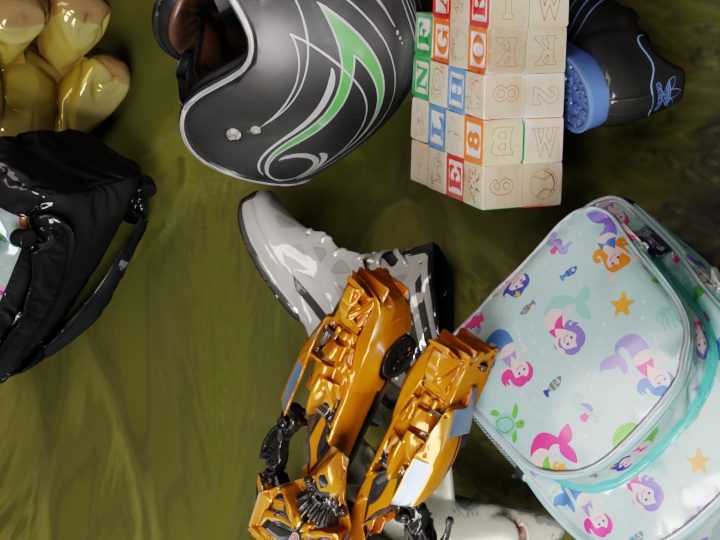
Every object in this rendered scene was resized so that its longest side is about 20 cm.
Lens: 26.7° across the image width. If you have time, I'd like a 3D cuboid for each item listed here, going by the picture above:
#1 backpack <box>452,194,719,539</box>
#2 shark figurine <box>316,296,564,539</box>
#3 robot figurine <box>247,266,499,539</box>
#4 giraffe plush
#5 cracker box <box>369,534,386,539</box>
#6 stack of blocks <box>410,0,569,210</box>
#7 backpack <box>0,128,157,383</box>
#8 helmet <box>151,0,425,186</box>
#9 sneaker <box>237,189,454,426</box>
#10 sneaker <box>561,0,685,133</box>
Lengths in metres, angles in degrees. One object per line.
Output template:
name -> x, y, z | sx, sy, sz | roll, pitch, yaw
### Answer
backpack -> 0.159, 0.071, 0.904 | 0.178, 0.150, 0.200 | -46, 61, 13
shark figurine -> 0.017, 0.126, 0.986 | 0.128, 0.089, 0.215 | -41, 79, 3
robot figurine -> -0.003, 0.108, 0.902 | 0.145, 0.058, 0.201 | 35, 110, 33
giraffe plush -> -0.303, -0.169, 1.296 | 0.162, 0.171, 0.201 | 40, 134, 45
cracker box -> 0.008, 0.251, 1.002 | 0.199, 0.058, 0.135 | 21, 87, 35
stack of blocks -> 0.083, -0.150, 0.992 | 0.115, 0.058, 0.202 | -148, 56, -65
backpack -> -0.273, -0.011, 1.206 | 0.126, 0.167, 0.201 | 39, 115, 18
helmet -> -0.049, -0.177, 1.068 | 0.191, 0.199, 0.201 | -55, 53, 30
sneaker -> 0.000, 0.000, 1.082 | 0.115, 0.076, 0.201 | -38, 66, 9
sneaker -> 0.145, -0.159, 1.029 | 0.077, 0.071, 0.201 | -11, 42, -15
